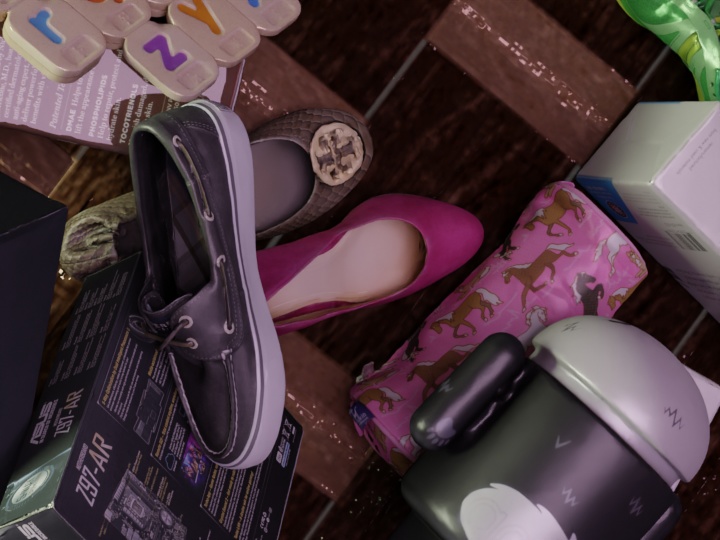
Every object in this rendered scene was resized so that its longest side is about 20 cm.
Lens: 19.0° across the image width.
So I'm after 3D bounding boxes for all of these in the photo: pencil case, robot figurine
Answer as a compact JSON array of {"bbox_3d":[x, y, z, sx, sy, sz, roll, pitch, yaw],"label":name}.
[{"bbox_3d":[0.081,0.039,1.288,0.200,0.083,0.087,-45,105,-8],"label":"pencil case"},{"bbox_3d":[0.103,0.117,1.204,0.125,0.150,0.200,42,88,21],"label":"robot figurine"}]

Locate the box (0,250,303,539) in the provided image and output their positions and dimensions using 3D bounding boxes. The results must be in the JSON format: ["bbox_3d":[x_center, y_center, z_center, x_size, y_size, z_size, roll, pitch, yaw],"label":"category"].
[{"bbox_3d":[-0.109,0.112,1.173,0.044,0.200,0.160,-24,123,28],"label":"box"}]

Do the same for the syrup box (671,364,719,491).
[{"bbox_3d":[0.131,0.135,1.310,0.079,0.081,0.200,29,86,-18],"label":"syrup box"}]

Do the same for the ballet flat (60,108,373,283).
[{"bbox_3d":[-0.081,-0.041,1.252,0.200,0.046,0.067,-21,101,-14],"label":"ballet flat"}]

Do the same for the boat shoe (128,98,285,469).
[{"bbox_3d":[-0.088,0.011,1.137,0.066,0.070,0.200,-13,105,-46],"label":"boat shoe"}]

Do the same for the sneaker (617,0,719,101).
[{"bbox_3d":[0.223,-0.143,1.312,0.074,0.084,0.200,-37,103,-10],"label":"sneaker"}]

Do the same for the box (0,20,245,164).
[{"bbox_3d":[-0.174,-0.112,1.188,0.200,0.100,0.075,14,96,-16],"label":"box"}]

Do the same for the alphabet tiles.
[{"bbox_3d":[-0.135,-0.177,1.172,0.196,0.015,0.200,40,47,5],"label":"alphabet tiles"}]

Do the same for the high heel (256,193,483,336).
[{"bbox_3d":[0.000,0.000,1.241,0.200,0.096,0.067,-5,106,-28],"label":"high heel"}]

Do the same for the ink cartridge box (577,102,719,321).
[{"bbox_3d":[0.238,-0.012,1.304,0.200,0.116,0.067,43,81,-16],"label":"ink cartridge box"}]

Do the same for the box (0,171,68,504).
[{"bbox_3d":[-0.242,0.034,1.122,0.141,0.079,0.200,26,120,21],"label":"box"}]
